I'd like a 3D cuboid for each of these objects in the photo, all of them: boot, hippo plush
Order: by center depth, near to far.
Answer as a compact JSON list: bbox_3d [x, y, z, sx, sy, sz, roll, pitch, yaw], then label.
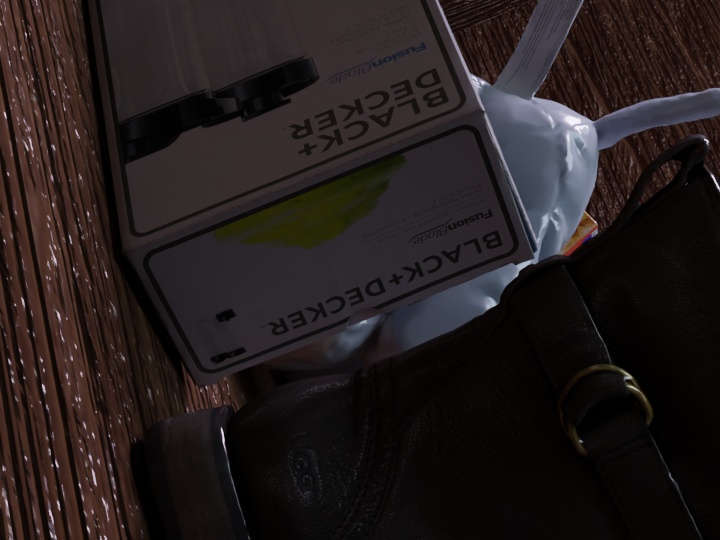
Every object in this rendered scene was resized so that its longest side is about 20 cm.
[{"bbox_3d":[0.053,0.086,0.476,0.069,0.173,0.201,-84,153,-82],"label":"boot"},{"bbox_3d":[0.015,-0.018,0.780,0.159,0.200,0.161,38,-21,6],"label":"hippo plush"}]

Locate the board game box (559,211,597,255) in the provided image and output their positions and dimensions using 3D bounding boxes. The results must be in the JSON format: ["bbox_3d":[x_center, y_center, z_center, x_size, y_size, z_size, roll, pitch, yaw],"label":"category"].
[{"bbox_3d":[0.046,-0.047,0.995,0.200,0.046,0.152,47,-9,23],"label":"board game box"}]

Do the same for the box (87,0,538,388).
[{"bbox_3d":[-0.024,-0.065,0.629,0.201,0.116,0.060,-105,173,-50],"label":"box"}]
